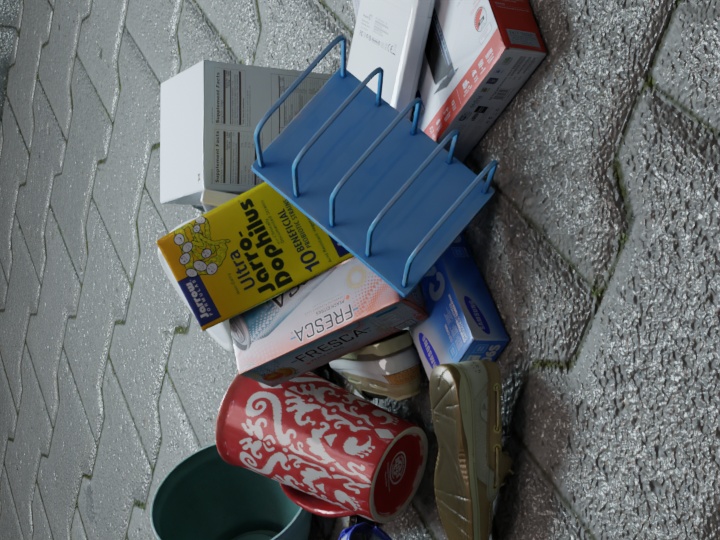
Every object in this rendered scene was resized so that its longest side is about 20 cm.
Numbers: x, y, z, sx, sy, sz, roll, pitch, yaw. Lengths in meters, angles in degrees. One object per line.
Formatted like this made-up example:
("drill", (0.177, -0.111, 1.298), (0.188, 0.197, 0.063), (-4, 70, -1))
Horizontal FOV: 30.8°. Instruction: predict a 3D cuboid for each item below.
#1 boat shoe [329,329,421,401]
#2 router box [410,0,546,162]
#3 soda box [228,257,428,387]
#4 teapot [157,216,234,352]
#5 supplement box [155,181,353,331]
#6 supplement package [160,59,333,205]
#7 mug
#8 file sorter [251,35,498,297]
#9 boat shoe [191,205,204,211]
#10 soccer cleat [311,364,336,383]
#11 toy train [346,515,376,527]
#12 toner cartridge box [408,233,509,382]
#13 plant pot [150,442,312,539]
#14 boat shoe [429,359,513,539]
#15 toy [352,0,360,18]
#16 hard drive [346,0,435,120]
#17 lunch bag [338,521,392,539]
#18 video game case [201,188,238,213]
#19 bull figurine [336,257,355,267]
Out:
("boat shoe", (0.013, 0.108, 1.422), (0.200, 0.075, 0.069), (168, 82, -76))
("router box", (0.094, -0.225, 1.316), (0.200, 0.049, 0.180), (-53, 43, 48))
("soda box", (-0.034, 0.048, 1.334), (0.200, 0.064, 0.069), (-25, 61, 21))
("teapot", (-0.160, -0.001, 1.705), (0.200, 0.146, 0.198), (45, 163, 25))
("supplement box", (-0.093, -0.035, 1.372), (0.109, 0.200, 0.110), (62, -167, -4))
("supplement package", (-0.122, -0.156, 1.568), (0.152, 0.199, 0.151), (-7, 83, 62))
("mug", (-0.030, 0.191, 1.417), (0.200, 0.178, 0.134), (19, 72, 32))
("file sorter", (0.013, -0.100, 1.231), (0.200, 0.139, 0.123), (40, 170, 7))
("boat shoe", (-0.172, -0.106, 1.721), (0.202, 0.074, 0.065), (22, -106, -74))
("soccer cleat", (-0.054, 0.135, 1.581), (0.081, 0.067, 0.201), (7, 96, 45))
("toy train", (0.003, 0.261, 1.485), (0.046, 0.034, 0.201), (-142, 57, -70))
("toner cartridge box", (0.081, 0.020, 1.333), (0.095, 0.043, 0.200), (-62, 37, 42))
("plant pot", (-0.148, 0.326, 1.633), (0.200, 0.200, 0.135), (-127, 19, -51))
("boat shoe", (0.112, 0.180, 1.240), (0.074, 0.066, 0.201), (30, 128, 59))
("toy", (0.012, -0.390, 1.488), (0.200, 0.047, 0.116), (-40, 52, 55))
("hard drive", (0.021, -0.201, 1.374), (0.132, 0.027, 0.201), (43, 125, 56))
("lunch bag", (0.005, 0.386, 1.377), (0.170, 0.123, 0.200), (-55, 49, 48))
("video game case", (-0.111, -0.062, 1.534), (0.200, 0.143, 0.018), (131, 149, -84))
("bull figurine", (0.000, 0.000, 1.461), (0.121, 0.065, 0.201), (128, 147, -51))
